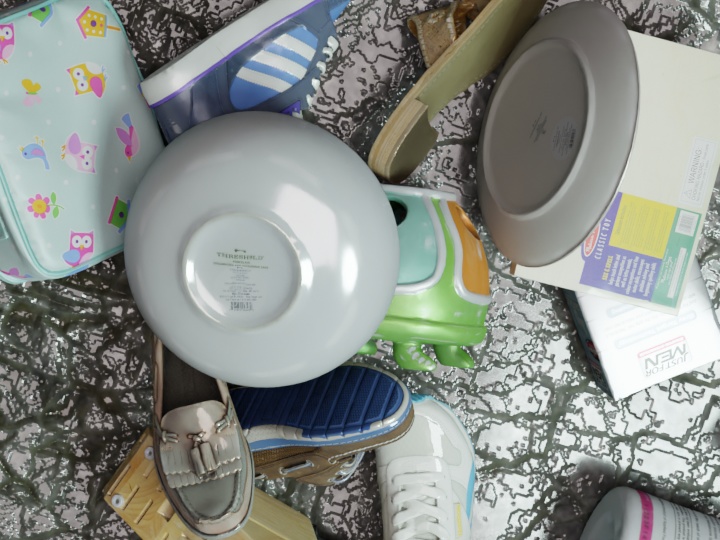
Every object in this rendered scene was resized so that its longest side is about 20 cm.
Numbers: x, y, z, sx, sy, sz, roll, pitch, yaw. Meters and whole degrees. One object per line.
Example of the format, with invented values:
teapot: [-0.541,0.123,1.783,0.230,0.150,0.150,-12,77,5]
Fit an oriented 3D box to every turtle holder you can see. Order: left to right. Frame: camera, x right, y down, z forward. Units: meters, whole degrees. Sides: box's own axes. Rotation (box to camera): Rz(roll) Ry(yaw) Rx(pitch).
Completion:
turtle holder: [0.010,0.001,1.682,0.141,0.185,0.132,4,93,-50]

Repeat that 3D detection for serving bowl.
serving bowl: [-0.075,-0.007,1.573,0.200,0.066,0.200,3,107,10]

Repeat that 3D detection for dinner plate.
dinner plate: [0.135,-0.102,1.643,0.024,0.200,0.200,11,96,-30]

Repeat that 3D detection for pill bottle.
pill bottle: [0.273,0.250,1.747,0.200,0.113,0.113,19,94,-9]

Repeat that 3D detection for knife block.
knife block: [-0.077,0.209,1.716,0.200,0.176,0.064,42,102,25]

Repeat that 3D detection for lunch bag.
lunch bag: [-0.229,-0.099,1.624,0.160,0.077,0.200,-28,105,-37]

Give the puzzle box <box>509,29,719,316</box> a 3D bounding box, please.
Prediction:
puzzle box: [0.198,-0.076,1.680,0.133,0.025,0.200,14,94,-9]

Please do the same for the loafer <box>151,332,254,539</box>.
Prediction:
loafer: [-0.124,0.099,1.646,0.072,0.063,0.200,-14,55,1]

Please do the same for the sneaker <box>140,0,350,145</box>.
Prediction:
sneaker: [-0.053,-0.122,1.656,0.200,0.081,0.147,-36,100,-27]

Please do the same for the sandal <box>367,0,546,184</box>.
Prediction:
sandal: [0.056,-0.165,1.688,0.070,0.078,0.212,32,74,22]

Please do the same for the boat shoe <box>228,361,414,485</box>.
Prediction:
boat shoe: [-0.032,0.119,1.678,0.072,0.200,0.072,52,49,-32]

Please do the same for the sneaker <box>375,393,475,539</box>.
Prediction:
sneaker: [0.051,0.189,1.694,0.076,0.081,0.200,-5,110,7]

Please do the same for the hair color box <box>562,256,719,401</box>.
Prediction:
hair color box: [0.201,-0.012,1.732,0.099,0.061,0.200,-21,99,-4]
